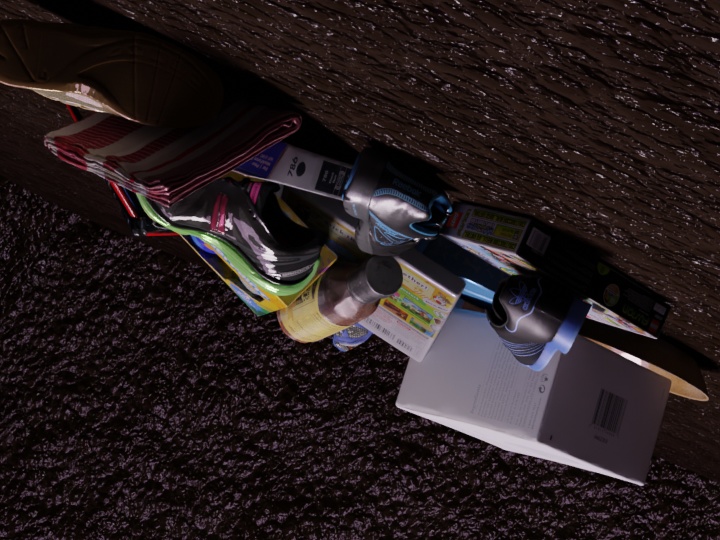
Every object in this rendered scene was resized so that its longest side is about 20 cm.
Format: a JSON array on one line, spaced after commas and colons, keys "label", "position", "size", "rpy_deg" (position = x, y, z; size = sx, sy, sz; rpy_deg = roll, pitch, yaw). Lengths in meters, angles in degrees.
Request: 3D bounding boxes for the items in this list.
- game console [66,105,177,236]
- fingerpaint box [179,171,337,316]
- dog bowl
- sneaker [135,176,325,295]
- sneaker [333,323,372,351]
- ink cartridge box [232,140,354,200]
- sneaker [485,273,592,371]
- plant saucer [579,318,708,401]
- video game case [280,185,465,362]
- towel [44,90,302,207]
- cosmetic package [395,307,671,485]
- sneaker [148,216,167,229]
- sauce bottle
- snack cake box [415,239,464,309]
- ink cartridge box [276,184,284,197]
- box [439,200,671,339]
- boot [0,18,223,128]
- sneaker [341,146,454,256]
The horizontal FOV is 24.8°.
[{"label": "game console", "position": [-0.247, -0.129, 1.881], "size": [0.171, 0.119, 0.200], "rpy_deg": [-3, -155, -19]}, {"label": "fingerpaint box", "position": [-0.130, -0.053, 1.570], "size": [0.200, 0.073, 0.167], "rpy_deg": [47, 167, -6]}, {"label": "dog bowl", "position": [0.127, 0.004, 1.666], "size": [0.111, 0.050, 0.200], "rpy_deg": [22, 175, 22]}, {"label": "sneaker", "position": [-0.116, -0.060, 1.438], "size": [0.200, 0.084, 0.077], "rpy_deg": [32, -148, -16]}, {"label": "sneaker", "position": [-0.061, 0.011, 1.770], "size": [0.200, 0.079, 0.075], "rpy_deg": [40, -178, 9]}, {"label": "ink cartridge box", "position": [-0.071, -0.097, 1.440], "size": [0.099, 0.039, 0.200], "rpy_deg": [22, -174, 32]}, {"label": "sneaker", "position": [0.151, 0.040, 1.470], "size": [0.078, 0.070, 0.200], "rpy_deg": [29, 169, 1]}, {"label": "plant saucer", "position": [0.294, 0.087, 1.794], "size": [0.199, 0.036, 0.200], "rpy_deg": [24, 174, 3]}, {"label": "video game case", "position": [0.000, 0.000, 1.636], "size": [0.200, 0.023, 0.182], "rpy_deg": [34, 155, 5]}, {"label": "towel", "position": [-0.163, -0.118, 1.382], "size": [0.200, 0.144, 0.023], "rpy_deg": [23, 137, 46]}, {"label": "cosmetic package", "position": [0.184, 0.129, 1.729], "size": [0.199, 0.124, 0.199], "rpy_deg": [8, 168, 45]}, {"label": "sneaker", "position": [-0.214, -0.108, 1.730], "size": [0.076, 0.116, 0.200], "rpy_deg": [28, 174, -38]}, {"label": "sauce bottle", "position": [-0.019, 0.024, 1.603], "size": [0.066, 0.066, 0.200], "rpy_deg": [26, 156, -19]}, {"label": "snack cake box", "position": [0.035, -0.020, 1.740], "size": [0.115, 0.067, 0.200], "rpy_deg": [20, 173, 27]}, {"label": "ink cartridge box", "position": [-0.099, -0.082, 1.839], "size": [0.198, 0.044, 0.200], "rpy_deg": [21, 178, 40]}, {"label": "box", "position": [0.177, 0.000, 1.476], "size": [0.200, 0.035, 0.110], "rpy_deg": [28, 174, -36]}, {"label": "boot", "position": [-0.215, -0.169, 1.392], "size": [0.199, 0.073, 0.155], "rpy_deg": [9, -174, -6]}, {"label": "sneaker", "position": [0.040, -0.045, 1.444], "size": [0.082, 0.073, 0.200], "rpy_deg": [23, 175, 13]}]
